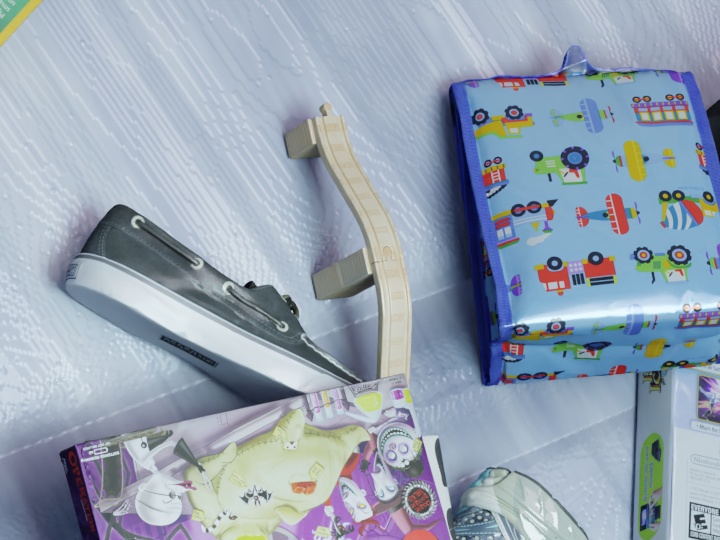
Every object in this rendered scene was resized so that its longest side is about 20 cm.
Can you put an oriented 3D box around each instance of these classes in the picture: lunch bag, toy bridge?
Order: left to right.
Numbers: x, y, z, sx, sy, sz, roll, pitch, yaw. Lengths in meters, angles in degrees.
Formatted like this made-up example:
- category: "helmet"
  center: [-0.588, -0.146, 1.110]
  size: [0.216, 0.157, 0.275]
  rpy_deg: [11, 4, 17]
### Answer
- category: "toy bridge"
  center: [0.000, 0.000, 1.653]
  size: [0.027, 0.067, 0.200]
  rpy_deg: [-6, 79, -31]
- category: "lunch bag"
  center: [0.137, -0.044, 1.718]
  size: [0.150, 0.094, 0.200]
  rpy_deg: [-5, 67, -7]

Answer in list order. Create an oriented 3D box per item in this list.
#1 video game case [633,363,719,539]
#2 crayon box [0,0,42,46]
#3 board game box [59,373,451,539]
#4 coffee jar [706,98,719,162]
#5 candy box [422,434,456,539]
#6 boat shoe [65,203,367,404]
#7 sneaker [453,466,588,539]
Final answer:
- category: "video game case"
  center: [0.263, 0.104, 1.782]
  size: [0.200, 0.045, 0.182]
  rpy_deg: [14, 69, -25]
- category: "crayon box"
  center: [-0.217, -0.200, 1.602]
  size: [0.126, 0.052, 0.200]
  rpy_deg: [44, 58, -11]
- category: "board game box"
  center: [-0.050, 0.130, 1.523]
  size: [0.200, 0.032, 0.120]
  rpy_deg: [-12, 85, -29]
- category: "coffee jar"
  center: [0.300, -0.091, 1.839]
  size: [0.200, 0.085, 0.104]
  rpy_deg: [-29, 103, -33]
- category: "candy box"
  center: [-0.027, 0.196, 1.573]
  size: [0.168, 0.072, 0.200]
  rpy_deg: [-3, 76, -29]
- category: "boat shoe"
  center: [-0.066, 0.030, 1.598]
  size: [0.200, 0.069, 0.057]
  rpy_deg: [29, 73, -13]
- category: "sneaker"
  center: [0.118, 0.210, 1.663]
  size: [0.200, 0.078, 0.086]
  rpy_deg: [44, 70, -3]
